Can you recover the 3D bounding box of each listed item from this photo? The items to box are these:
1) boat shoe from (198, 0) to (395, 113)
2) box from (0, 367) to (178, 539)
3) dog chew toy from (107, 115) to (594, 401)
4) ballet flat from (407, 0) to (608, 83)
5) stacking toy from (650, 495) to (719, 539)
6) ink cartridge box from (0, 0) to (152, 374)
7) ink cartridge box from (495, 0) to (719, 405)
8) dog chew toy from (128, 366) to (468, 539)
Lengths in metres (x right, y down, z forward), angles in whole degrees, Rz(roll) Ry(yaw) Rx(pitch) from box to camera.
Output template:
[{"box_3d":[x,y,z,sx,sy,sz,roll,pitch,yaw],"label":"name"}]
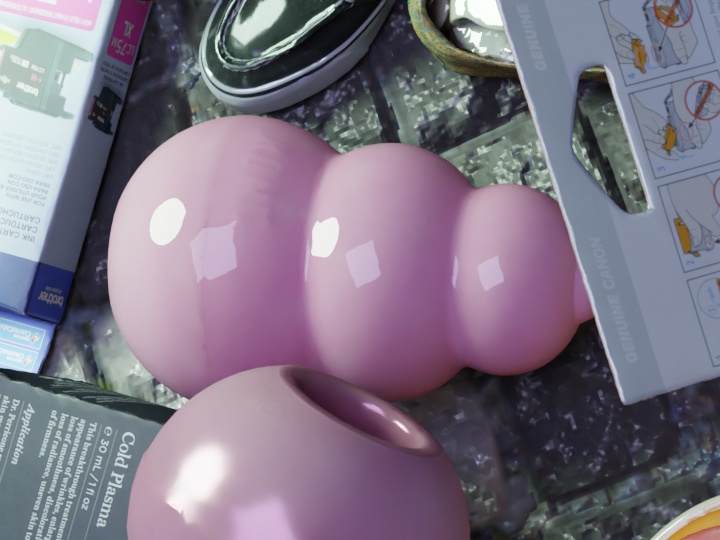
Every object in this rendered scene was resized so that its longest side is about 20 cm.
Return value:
[{"box_3d":[-0.001,-0.149,1.109,0.199,0.068,0.074,-39,70,13],"label":"boat shoe"},{"box_3d":[-0.088,0.161,1.080,0.182,0.104,0.200,16,88,23],"label":"box"},{"box_3d":[0.000,0.000,1.064,0.200,0.125,0.125,3,84,14],"label":"dog chew toy"},{"box_3d":[0.113,-0.107,1.061,0.200,0.071,0.071,2,83,22],"label":"ballet flat"},{"box_3d":[0.136,0.148,0.942,0.146,0.200,0.146,-3,82,21],"label":"stacking toy"},{"box_3d":[-0.177,-0.055,1.183,0.119,0.042,0.200,15,90,23],"label":"ink cartridge box"},{"box_3d":[0.147,-0.061,0.996,0.173,0.044,0.200,-16,84,-12],"label":"ink cartridge box"},{"box_3d":[-0.044,0.138,0.944,0.124,0.125,0.200,31,102,22],"label":"dog chew toy"}]
